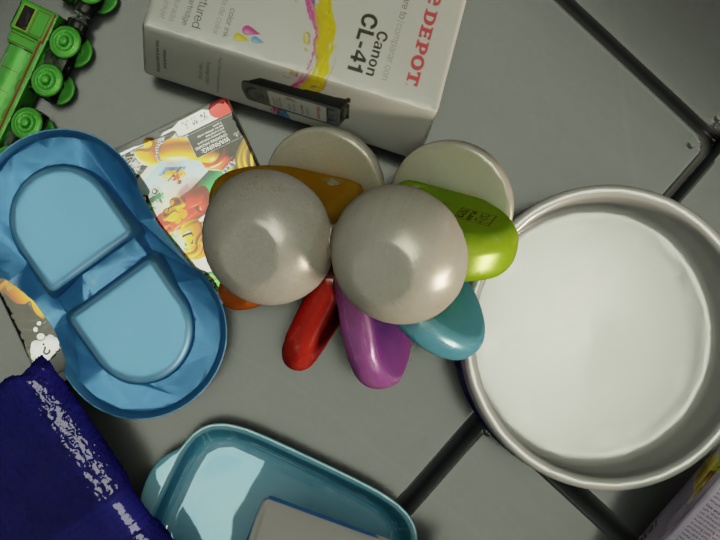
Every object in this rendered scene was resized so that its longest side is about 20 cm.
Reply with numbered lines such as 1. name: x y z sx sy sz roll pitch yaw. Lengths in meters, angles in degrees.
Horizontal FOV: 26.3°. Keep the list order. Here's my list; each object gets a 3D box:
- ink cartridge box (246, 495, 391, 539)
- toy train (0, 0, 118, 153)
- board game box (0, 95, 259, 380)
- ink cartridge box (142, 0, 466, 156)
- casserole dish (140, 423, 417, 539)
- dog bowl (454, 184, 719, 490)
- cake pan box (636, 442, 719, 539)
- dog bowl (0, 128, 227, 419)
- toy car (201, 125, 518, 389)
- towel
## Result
1. ink cartridge box: -0.032 0.266 0.991 0.145 0.086 0.201 21 118 -3
2. toy train: -0.216 -0.151 1.054 0.056 0.042 0.202 25 88 8
3. board game box: -0.153 -0.019 1.055 0.199 0.035 0.127 -26 91 -3
4. ink cartridge box: -0.031 -0.181 1.027 0.198 0.086 0.149 16 73 -1
5. casserole dish: -0.055 0.184 1.055 0.199 0.039 0.122 26 88 -1
6. dog bowl: 0.162 0.045 1.049 0.198 0.079 0.202 0 89 -3
7. cake pan box: 0.271 0.238 1.032 0.199 0.052 0.185 33 114 -1
8. dog bowl: -0.169 0.003 1.012 0.111 0.050 0.201 -35 92 -3
9. toy car: 0.000 0.000 0.968 0.198 0.175 0.152 7 110 17
10. towel: -0.197 0.169 1.021 0.147 0.050 0.201 -33 93 27
